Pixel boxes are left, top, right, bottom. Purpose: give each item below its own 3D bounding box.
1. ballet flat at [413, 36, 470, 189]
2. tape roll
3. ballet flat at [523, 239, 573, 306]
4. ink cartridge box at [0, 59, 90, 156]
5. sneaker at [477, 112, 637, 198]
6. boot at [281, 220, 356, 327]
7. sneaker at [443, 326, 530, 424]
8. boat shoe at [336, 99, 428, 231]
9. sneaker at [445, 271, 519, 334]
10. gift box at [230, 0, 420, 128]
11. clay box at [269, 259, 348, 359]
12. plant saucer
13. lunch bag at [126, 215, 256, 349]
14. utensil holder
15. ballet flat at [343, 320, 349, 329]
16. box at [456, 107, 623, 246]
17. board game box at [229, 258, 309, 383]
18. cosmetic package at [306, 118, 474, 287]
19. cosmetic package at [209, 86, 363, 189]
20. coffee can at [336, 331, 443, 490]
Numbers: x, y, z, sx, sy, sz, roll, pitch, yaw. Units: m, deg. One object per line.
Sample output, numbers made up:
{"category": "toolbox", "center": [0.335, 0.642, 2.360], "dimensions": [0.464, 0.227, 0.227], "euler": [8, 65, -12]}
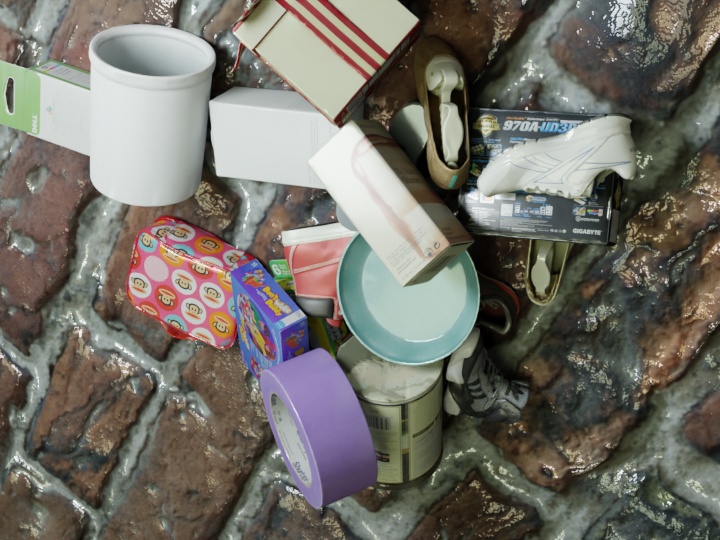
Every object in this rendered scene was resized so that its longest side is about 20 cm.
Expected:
{"category": "ballet flat", "center": [0.106, -0.201, 1.600], "dimensions": [0.067, 0.072, 0.201], "euler": [-1, 80, -8]}
{"category": "tape roll", "center": [-0.057, 0.212, 1.745], "dimensions": [0.200, 0.085, 0.200], "euler": [57, 158, 37]}
{"category": "ballet flat", "center": [0.245, -0.043, 1.661], "dimensions": [0.069, 0.069, 0.201], "euler": [15, 120, 19]}
{"category": "ink cartridge box", "center": [-0.436, -0.243, 1.906], "dimensions": [0.199, 0.059, 0.104], "euler": [20, 122, 17]}
{"category": "sneaker", "center": [0.234, -0.120, 1.540], "dimensions": [0.199, 0.074, 0.087], "euler": [-18, 85, 22]}
{"category": "boot", "center": [0.000, 0.000, 1.771], "dimensions": [0.199, 0.072, 0.145], "euler": [-10, 95, 12]}
{"category": "sneaker", "center": [0.177, 0.146, 1.767], "dimensions": [0.113, 0.076, 0.200], "euler": [16, 149, 9]}
{"category": "boat shoe", "center": [0.037, -0.141, 1.700], "dimensions": [0.073, 0.068, 0.200], "euler": [30, 110, 4]}
{"category": "sneaker", "center": [0.126, 0.023, 1.717], "dimensions": [0.199, 0.082, 0.077], "euler": [24, 113, -7]}
{"category": "gift box", "center": [-0.056, -0.287, 1.578], "dimensions": [0.187, 0.185, 0.200], "euler": [43, 88, 0]}
{"category": "clay box", "center": [-0.077, 0.081, 1.883], "dimensions": [0.115, 0.048, 0.201], "euler": [-2, 116, 45]}
{"category": "plant saucer", "center": [0.066, 0.022, 1.688], "dimensions": [0.199, 0.036, 0.201], "euler": [5, 102, 23]}
{"category": "lunch bag", "center": [-0.252, 0.030, 1.940], "dimensions": [0.199, 0.082, 0.177], "euler": [26, 124, 12]}
{"category": "utensil holder", "center": [-0.292, -0.212, 1.784], "dimensions": [0.169, 0.170, 0.201], "euler": [21, 123, 16]}
{"category": "ballet flat", "center": [0.050, 0.070, 1.838], "dimensions": [0.199, 0.057, 0.067], "euler": [11, 138, 28]}
{"category": "box", "center": [0.223, -0.117, 1.607], "dimensions": [0.199, 0.046, 0.160], "euler": [5, 90, 24]}
{"category": "board game box", "center": [-0.126, 0.100, 1.851], "dimensions": [0.135, 0.045, 0.200], "euler": [47, 153, 34]}
{"category": "cosmetic package", "center": [0.038, -0.085, 1.606], "dimensions": [0.087, 0.103, 0.200], "euler": [-42, 79, 20]}
{"category": "cosmetic package", "center": [-0.100, -0.181, 1.757], "dimensions": [0.199, 0.081, 0.113], "euler": [11, 119, 23]}
{"category": "coffee can", "center": [0.044, 0.188, 1.799], "dimensions": [0.146, 0.147, 0.201], "euler": [17, 138, 18]}
